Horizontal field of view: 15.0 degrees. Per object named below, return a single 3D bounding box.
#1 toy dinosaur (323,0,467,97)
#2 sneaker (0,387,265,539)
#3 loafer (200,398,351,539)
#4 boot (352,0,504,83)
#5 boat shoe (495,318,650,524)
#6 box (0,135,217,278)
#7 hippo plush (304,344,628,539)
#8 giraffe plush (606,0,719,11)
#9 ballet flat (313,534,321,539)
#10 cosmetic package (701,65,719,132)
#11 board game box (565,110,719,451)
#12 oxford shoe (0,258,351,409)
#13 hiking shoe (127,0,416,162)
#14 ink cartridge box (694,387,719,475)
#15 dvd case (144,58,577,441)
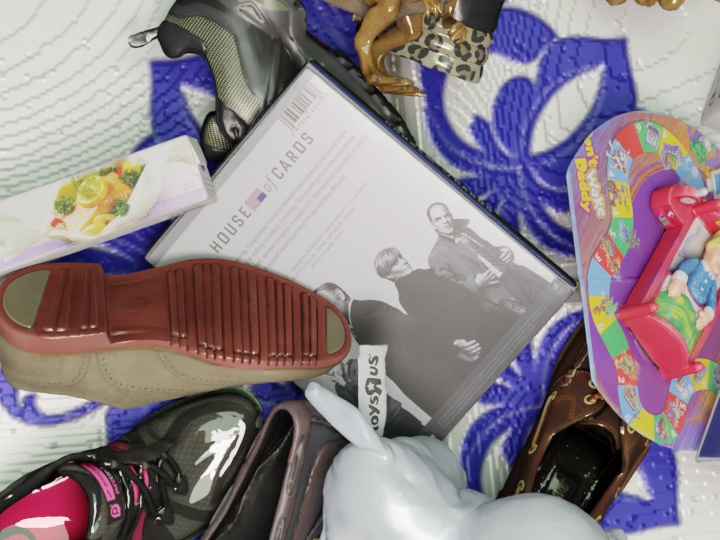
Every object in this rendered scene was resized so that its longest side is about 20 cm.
[{"bbox_3d":[0.013,-0.155,1.547,0.060,0.199,0.107,7,86,-47],"label":"toy dinosaur"},{"bbox_3d":[-0.134,0.128,1.507,0.199,0.084,0.077,-29,89,-18],"label":"sneaker"},{"bbox_3d":[-0.069,0.159,1.506,0.072,0.063,0.201,27,90,34],"label":"loafer"},{"bbox_3d":[0.014,-0.212,1.595,0.203,0.073,0.155,25,101,21],"label":"boot"},{"bbox_3d":[0.134,0.097,1.577,0.070,0.070,0.201,28,75,-5],"label":"boat shoe"},{"bbox_3d":[-0.179,-0.024,1.517,0.199,0.041,0.039,-19,86,5],"label":"box"},{"bbox_3d":[0.066,0.149,1.472,0.160,0.159,0.201,13,110,21],"label":"hippo plush"},{"bbox_3d":[0.195,-0.237,1.610,0.198,0.172,0.164,-5,99,-17],"label":"giraffe plush"},{"bbox_3d":[-0.034,0.211,1.535,0.067,0.046,0.202,12,79,-10],"label":"ballet flat"},{"bbox_3d":[0.291,-0.166,1.651,0.101,0.071,0.201,22,77,-7],"label":"cosmetic package"},{"bbox_3d":[0.191,0.002,1.579,0.157,0.039,0.202,2,77,-44],"label":"board game box"},{"bbox_3d":[-0.106,0.040,1.531,0.198,0.075,0.071,6,48,-4],"label":"oxford shoe"},{"bbox_3d":[-0.041,-0.087,1.579,0.101,0.076,0.200,-41,92,5],"label":"hiking shoe"},{"bbox_3d":[0.312,0.061,1.606,0.199,0.041,0.201,26,75,-24],"label":"ink cartridge box"},{"bbox_3d":[0.000,0.000,1.548,0.200,0.025,0.150,40,103,-7],"label":"dvd case"}]
